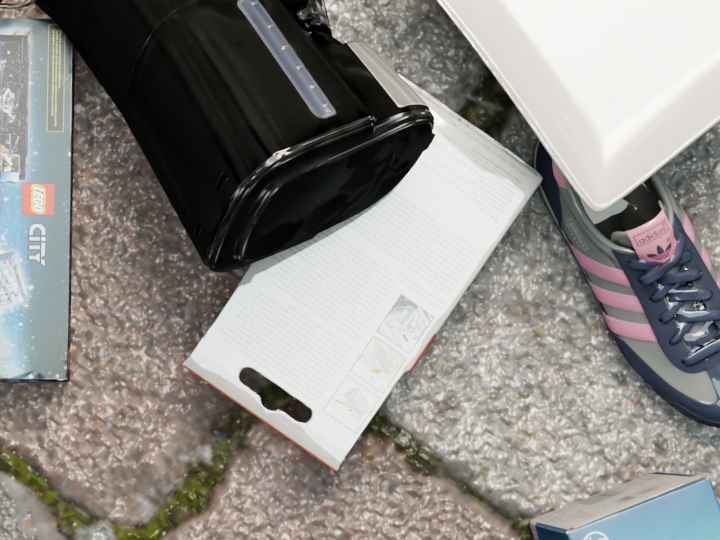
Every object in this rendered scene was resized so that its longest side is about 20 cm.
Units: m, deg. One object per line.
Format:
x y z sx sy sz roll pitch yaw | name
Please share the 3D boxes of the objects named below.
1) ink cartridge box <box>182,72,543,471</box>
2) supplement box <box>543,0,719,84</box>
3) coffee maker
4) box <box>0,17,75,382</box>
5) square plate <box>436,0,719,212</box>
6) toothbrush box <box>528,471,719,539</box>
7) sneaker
0.000 0.000 1.464 0.109 0.050 0.200 35 85 -2 | ink cartridge box
0.182 -0.193 1.479 0.200 0.074 0.126 -26 89 -6 | supplement box
-0.088 -0.104 1.392 0.192 0.135 0.200 -30 70 -7 | coffee maker
-0.226 -0.039 1.453 0.136 0.038 0.201 1 86 -5 | box
0.145 -0.165 1.421 0.200 0.028 0.198 -36 86 -6 | square plate
0.171 0.215 1.416 0.085 0.146 0.200 -20 87 -5 | toothbrush box
0.162 0.001 1.461 0.070 0.082 0.200 -35 90 -6 | sneaker
